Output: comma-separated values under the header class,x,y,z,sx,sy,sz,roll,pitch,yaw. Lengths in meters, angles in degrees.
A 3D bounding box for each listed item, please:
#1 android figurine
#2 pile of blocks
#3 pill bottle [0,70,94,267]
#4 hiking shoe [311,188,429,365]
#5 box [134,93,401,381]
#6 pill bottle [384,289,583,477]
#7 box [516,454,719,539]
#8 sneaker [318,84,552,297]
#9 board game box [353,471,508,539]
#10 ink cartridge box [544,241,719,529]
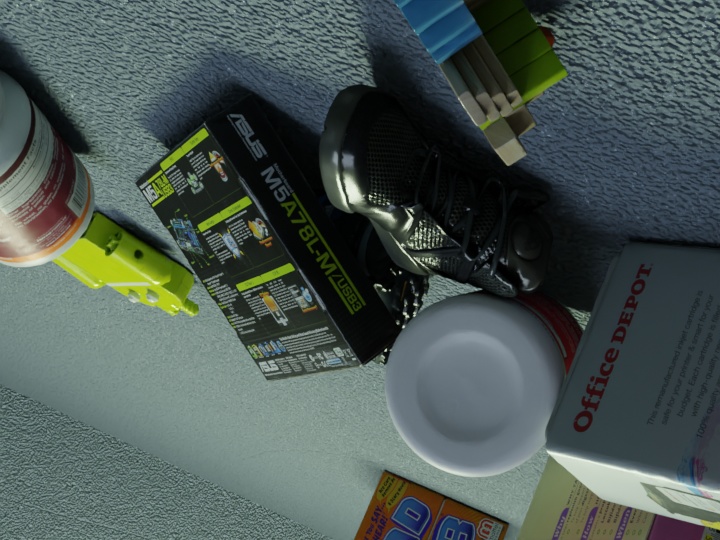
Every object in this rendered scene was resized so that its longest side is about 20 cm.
class,x,y,z,sx,sy,sz,roll,pitch,yaw
android figurine,-0.254,-0.009,1.313,0.200,0.041,0.182,38,158,-30
pile of blocks,0.049,-0.118,0.534,0.200,0.062,0.082,45,-164,-52
pill bottle,-0.299,-0.091,1.009,0.114,0.115,0.200,19,162,18
hiking shoe,0.000,0.000,0.964,0.086,0.075,0.200,27,154,19
box,-0.073,-0.013,0.914,0.194,0.047,0.200,59,156,-5
pill bottle,0.095,0.067,0.855,0.112,0.113,0.200,20,-172,16
box,0.215,0.148,0.901,0.096,0.177,0.200,27,162,-11
sneaker,0.051,-0.044,0.745,0.114,0.077,0.199,13,162,27
board game box,0.088,0.450,1.901,0.199,0.201,0.200,22,162,10
ink cartridge box,0.225,0.070,0.715,0.199,0.146,0.083,8,155,44
